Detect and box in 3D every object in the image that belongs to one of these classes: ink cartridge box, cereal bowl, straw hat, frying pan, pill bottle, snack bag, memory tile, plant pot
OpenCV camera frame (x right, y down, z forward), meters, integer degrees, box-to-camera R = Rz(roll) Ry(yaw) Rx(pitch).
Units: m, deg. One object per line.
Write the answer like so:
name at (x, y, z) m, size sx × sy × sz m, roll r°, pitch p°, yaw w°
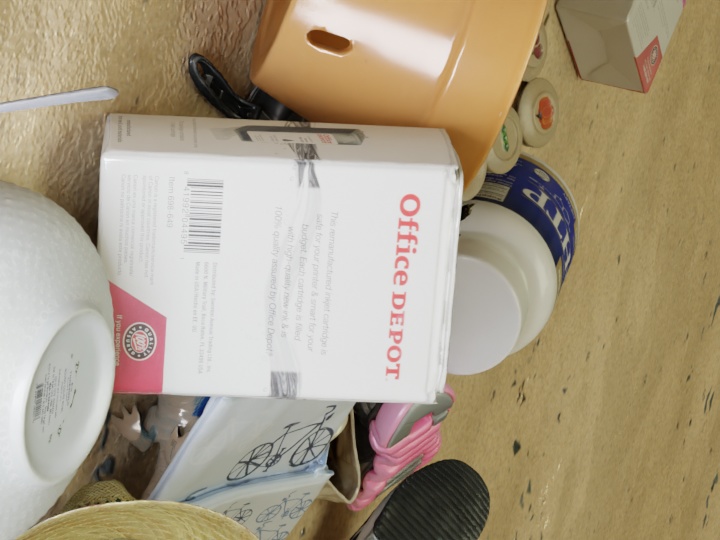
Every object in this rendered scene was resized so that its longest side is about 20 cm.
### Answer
ink cartridge box at (0.237, -0.266, 2.182) m, size 0.200 × 0.067 × 0.117 m, roll -65°, pitch 156°, yaw -21°
cereal bowl at (-0.185, 0.056, 1.344) m, size 0.200 × 0.083 × 0.201 m, roll 14°, pitch 90°, yaw -69°
ink cartridge box at (-0.048, -0.007, 1.465) m, size 0.085 × 0.200 × 0.146 m, roll -99°, pitch -167°, yaw -69°
straw hat at (-0.145, 0.171, 1.481) m, size 0.085 × 0.201 × 0.201 m, roll -106°, pitch -175°, yaw -47°
frying pan at (-0.059, -0.098, 1.632) m, size 0.190 × 0.031 × 0.115 m, roll 82°, pitch 29°, yaw -48°
pill bottle at (0.086, -0.003, 1.853) m, size 0.200 × 0.119 × 0.120 m, roll -60°, pitch 156°, yaw -66°
snack bag at (-0.074, 0.135, 1.596) m, size 0.188 × 0.021 × 0.200 m, roll -9°, pitch 137°, yaw -56°
memory tile at (0.081, -0.160, 1.774) m, size 0.153 × 0.017 × 0.200 m, roll -32°, pitch 119°, yaw -44°
plant pot at (0.020, -0.154, 1.570) m, size 0.200 × 0.140 × 0.200 m, roll -162°, pitch -90°, yaw -80°

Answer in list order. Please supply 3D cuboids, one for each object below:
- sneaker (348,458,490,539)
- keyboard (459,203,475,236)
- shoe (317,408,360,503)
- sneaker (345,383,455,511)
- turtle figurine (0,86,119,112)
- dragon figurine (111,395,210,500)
sneaker at (0.014, 0.216, 1.911) m, size 0.200 × 0.074 × 0.088 m, roll -44°, pitch -174°, yaw -30°
keyboard at (0.000, 0.000, 1.632) m, size 0.127 × 0.200 × 0.021 m, roll -38°, pitch 98°, yaw -32°
shoe at (-0.025, 0.097, 1.731) m, size 0.070 × 0.053 × 0.200 m, roll -53°, pitch 162°, yaw -27°
sneaker at (0.007, 0.099, 1.835) m, size 0.079 × 0.095 × 0.200 m, roll -35°, pitch 164°, yaw -24°
turtle figurine at (-0.245, -0.095, 1.045) m, size 0.194 × 0.200 × 0.144 m, roll -6°, pitch 74°, yaw -62°
dragon figurine at (-0.102, 0.085, 1.587) m, size 0.099 × 0.059 × 0.200 m, roll 18°, pitch 84°, yaw -67°
